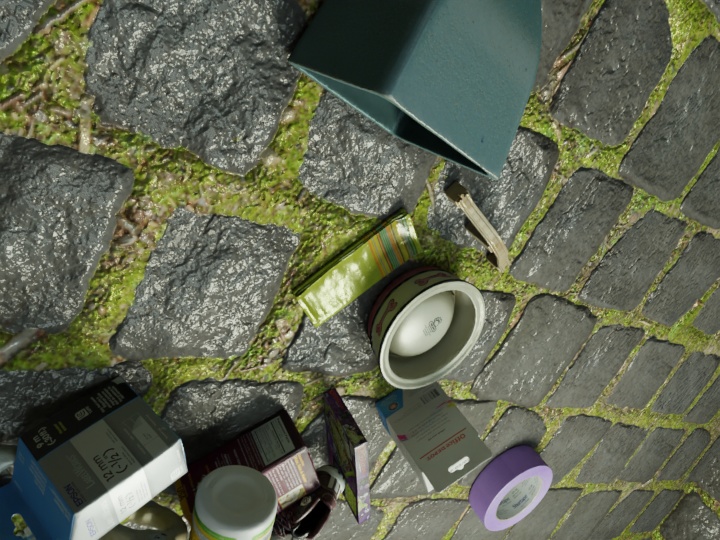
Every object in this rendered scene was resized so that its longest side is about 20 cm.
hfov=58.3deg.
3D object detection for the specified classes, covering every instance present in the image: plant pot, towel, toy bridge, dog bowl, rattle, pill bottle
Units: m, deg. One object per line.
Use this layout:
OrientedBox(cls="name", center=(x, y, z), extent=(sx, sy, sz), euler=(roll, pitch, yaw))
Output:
OrientedBox(cls="plant pot", center=(0.077, -0.250, 0.684), extent=(0.194, 0.195, 0.204), euler=(23, 97, -42))
OrientedBox(cls="towel", center=(0.000, 0.000, 0.922), extent=(0.198, 0.018, 0.087), euler=(-37, 134, -6))
OrientedBox(cls="toy bridge", center=(0.188, -0.055, 0.975), extent=(0.027, 0.067, 0.200), euler=(-41, 135, 2))
OrientedBox(cls="dog bowl", center=(0.097, 0.084, 1.010), extent=(0.195, 0.074, 0.205), euler=(-18, 129, -23))
OrientedBox(cls="rattle", center=(-0.246, 0.296, 0.809), extent=(0.130, 0.197, 0.146), euler=(40, 70, -38))
OrientedBox(cls="pill bottle", center=(-0.183, 0.381, 0.887), extent=(0.108, 0.111, 0.205), euler=(-3, 121, -32))

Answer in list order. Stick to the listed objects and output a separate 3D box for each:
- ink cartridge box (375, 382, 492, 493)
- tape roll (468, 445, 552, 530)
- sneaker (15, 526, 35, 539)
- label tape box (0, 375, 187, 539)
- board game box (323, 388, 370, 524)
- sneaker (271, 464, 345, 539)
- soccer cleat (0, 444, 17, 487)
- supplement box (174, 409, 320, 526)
OrientedBox(cls="ink cartridge box", center=(0.123, 0.280, 1.080), extent=(0.113, 0.201, 0.069), euler=(-28, 134, -11))
OrientedBox(cls="tape roll", center=(0.347, 0.503, 1.489), extent=(0.196, 0.066, 0.205), euler=(-18, 129, -23))
OrientedBox(cls="sneaker", center=(-0.377, 0.356, 0.876), extent=(0.198, 0.087, 0.076), euler=(-38, 133, -6))
OrientedBox(cls="label tape box", center=(-0.322, 0.230, 0.744), extent=(0.198, 0.142, 0.068), euler=(-31, 138, -37))
OrientedBox(cls="board game box", center=(-0.022, 0.306, 1.057), extent=(0.032, 0.120, 0.204), euler=(-21, 132, -22))
OrientedBox(cls="sneaker", center=(-0.115, 0.401, 1.040), extent=(0.199, 0.116, 0.076), euler=(-39, 98, 15))
OrientedBox(cls="soccer cleat", center=(-0.456, 0.297, 0.789), extent=(0.084, 0.070, 0.204), euler=(-1, 121, -33))
OrientedBox(cls="supplement box", center=(-0.171, 0.321, 0.990), extent=(0.196, 0.086, 0.112), euler=(-27, 132, -14))
